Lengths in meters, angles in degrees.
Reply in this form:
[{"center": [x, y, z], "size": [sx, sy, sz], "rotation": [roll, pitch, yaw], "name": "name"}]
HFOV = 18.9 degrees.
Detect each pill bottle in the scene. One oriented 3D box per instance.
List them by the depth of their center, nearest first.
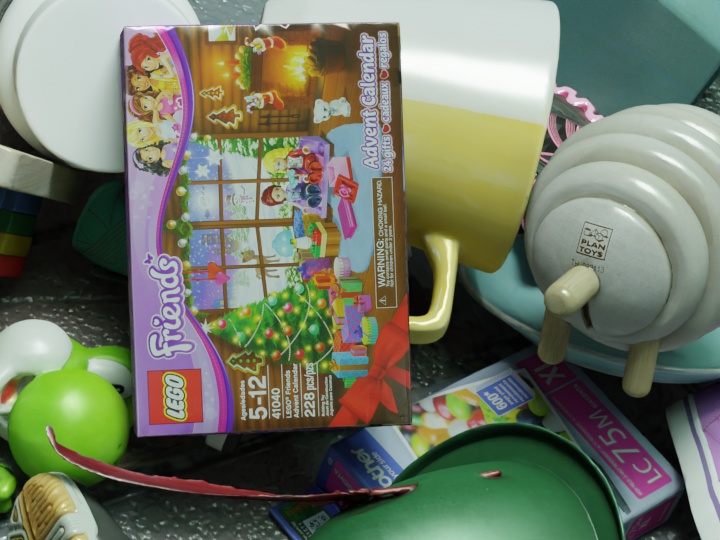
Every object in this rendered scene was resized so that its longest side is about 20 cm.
[{"center": [-0.144, -0.117, 1.167], "size": [0.114, 0.114, 0.200], "rotation": [8, 11, -13], "name": "pill bottle"}]

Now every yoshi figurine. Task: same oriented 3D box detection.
[{"center": [-0.196, 0.064, 1.059], "size": [0.200, 0.112, 0.112], "rotation": [3, 64, -20], "name": "yoshi figurine"}]

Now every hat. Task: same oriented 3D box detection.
[{"center": [-0.009, 0.132, 0.978], "size": [0.176, 0.200, 0.166], "rotation": [25, 47, -42], "name": "hat"}]

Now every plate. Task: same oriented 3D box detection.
[{"center": [0.152, 0.025, 1.227], "size": [0.200, 0.026, 0.200], "rotation": [10, 20, -4], "name": "plate"}]

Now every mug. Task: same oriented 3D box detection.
[{"center": [0.013, -0.076, 1.139], "size": [0.153, 0.149, 0.187], "rotation": [13, 38, -5], "name": "mug"}]

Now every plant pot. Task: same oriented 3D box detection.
[{"center": [0.157, -0.194, 1.393], "size": [0.200, 0.141, 0.141], "rotation": [38, 48, 6], "name": "plant pot"}]

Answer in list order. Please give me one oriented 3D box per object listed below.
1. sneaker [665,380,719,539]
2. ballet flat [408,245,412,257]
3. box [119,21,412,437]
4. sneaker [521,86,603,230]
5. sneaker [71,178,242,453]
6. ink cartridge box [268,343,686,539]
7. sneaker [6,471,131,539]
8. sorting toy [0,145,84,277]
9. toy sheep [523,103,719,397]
[{"center": [0.233, 0.117, 1.127], "size": [0.114, 0.073, 0.201], "rotation": [-23, 39, 12], "name": "sneaker"}, {"center": [0.000, 0.000, 1.215], "size": [0.071, 0.071, 0.200], "rotation": [10, 46, -11], "name": "ballet flat"}, {"center": [-0.047, -0.021, 1.060], "size": [0.137, 0.039, 0.200], "rotation": [-2, 91, -9], "name": "box"}, {"center": [0.119, -0.045, 1.261], "size": [0.200, 0.079, 0.095], "rotation": [31, 42, 33], "name": "sneaker"}, {"center": [-0.097, 0.004, 1.153], "size": [0.121, 0.084, 0.200], "rotation": [19, 38, -9], "name": "sneaker"}, {"center": [0.064, 0.119, 1.141], "size": [0.200, 0.042, 0.119], "rotation": [-25, 61, -34], "name": "ink cartridge box"}, {"center": [-0.095, 0.179, 1.016], "size": [0.088, 0.076, 0.200], "rotation": [-10, 58, -42], "name": "sneaker"}, {"center": [-0.258, -0.052, 1.093], "size": [0.199, 0.200, 0.070], "rotation": [18, 90, 2], "name": "sorting toy"}, {"center": [0.145, -0.016, 1.107], "size": [0.138, 0.138, 0.200], "rotation": [32, 35, 10], "name": "toy sheep"}]
